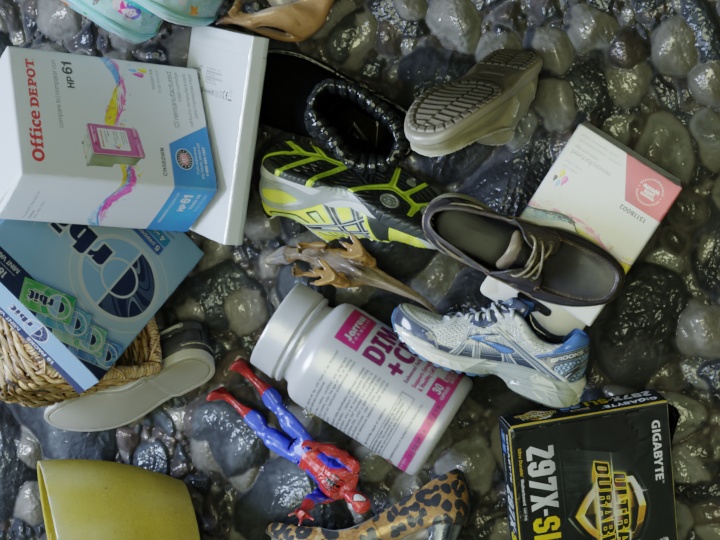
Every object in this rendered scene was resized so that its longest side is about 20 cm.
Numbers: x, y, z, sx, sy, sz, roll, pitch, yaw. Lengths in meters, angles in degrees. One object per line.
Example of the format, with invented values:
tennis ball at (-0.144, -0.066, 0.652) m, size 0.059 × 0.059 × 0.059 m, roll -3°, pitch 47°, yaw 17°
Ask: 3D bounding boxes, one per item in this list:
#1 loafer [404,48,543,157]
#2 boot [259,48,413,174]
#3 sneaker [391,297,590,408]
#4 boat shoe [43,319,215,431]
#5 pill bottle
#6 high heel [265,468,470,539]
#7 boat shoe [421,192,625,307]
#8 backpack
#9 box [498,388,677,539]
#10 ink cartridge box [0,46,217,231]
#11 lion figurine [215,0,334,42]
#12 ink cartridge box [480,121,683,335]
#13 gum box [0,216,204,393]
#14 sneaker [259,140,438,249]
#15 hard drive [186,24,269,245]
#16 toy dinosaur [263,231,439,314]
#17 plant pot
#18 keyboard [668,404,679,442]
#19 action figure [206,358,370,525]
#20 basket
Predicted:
loafer at (0.112, -0.145, 1.580) m, size 0.076 × 0.200 × 0.068 m, roll 14°, pitch 123°, yaw 34°
boot at (-0.043, -0.156, 1.615) m, size 0.211 × 0.158 × 0.080 m, roll 18°, pitch 101°, yaw 8°
sneaker at (0.130, 0.059, 1.636) m, size 0.200 × 0.077 × 0.085 m, roll 18°, pitch 108°, yaw 7°
boat shoe at (-0.239, 0.109, 1.754) m, size 0.200 × 0.073 × 0.063 m, roll -23°, pitch 50°, yaw 18°
pill bottle at (0.000, 0.104, 1.667) m, size 0.200 × 0.113 × 0.113 m, roll 31°, pitch 102°, yaw 5°
high heel at (0.011, 0.248, 1.726) m, size 0.200 × 0.071 × 0.143 m, roll 16°, pitch 77°, yaw 21°
boat shoe at (0.146, -0.012, 1.573) m, size 0.200 × 0.073 × 0.075 m, roll 18°, pitch 100°, yaw 10°
backpack at (-0.215, -0.305, 1.621) m, size 0.200 × 0.178 × 0.151 m, roll 24°, pitch 105°, yaw -3°
box at (0.223, 0.226, 1.638) m, size 0.159 × 0.049 × 0.200 m, roll -8°, pitch 104°, yaw -7°
ink cartridge box at (-0.251, -0.123, 1.619) m, size 0.085 × 0.200 × 0.145 m, roll -46°, pitch 49°, yaw 50°
lion figurine at (-0.039, -0.285, 1.644) m, size 0.122 × 0.073 × 0.200 m, roll 32°, pitch 115°, yaw -23°
ink cartridge box at (0.208, -0.029, 1.631) m, size 0.116 × 0.067 × 0.200 m, roll 32°, pitch 103°, yaw 5°
gum box at (-0.268, -0.009, 1.641) m, size 0.170 × 0.200 × 0.045 m, roll 47°, pitch 138°, yaw -12°
sneaker at (-0.005, -0.063, 1.677) m, size 0.200 × 0.075 × 0.076 m, roll 21°, pitch 132°, yaw 5°
hard drive at (-0.141, -0.136, 1.663) m, size 0.027 × 0.132 × 0.200 m, roll 3°, pitch 101°, yaw -33°
toy dinosaur at (0.000, 0.000, 1.673) m, size 0.200 × 0.106 × 0.061 m, roll 22°, pitch 89°, yaw 13°
plant pot at (-0.239, 0.277, 1.714) m, size 0.142 × 0.200 × 0.200 m, roll -11°, pitch 96°, yaw -14°
keyboard at (0.241, 0.216, 1.685) m, size 0.104 × 0.040 × 0.200 m, roll 13°, pitch 100°, yaw -15°
action figure at (-0.074, 0.178, 1.689) m, size 0.200 × 0.099 × 0.065 m, roll 40°, pitch 105°, yaw 9°
basket at (-0.302, 0.020, 1.672) m, size 0.149 × 0.143 × 0.200 m, roll -16°, pitch 74°, yaw 16°
